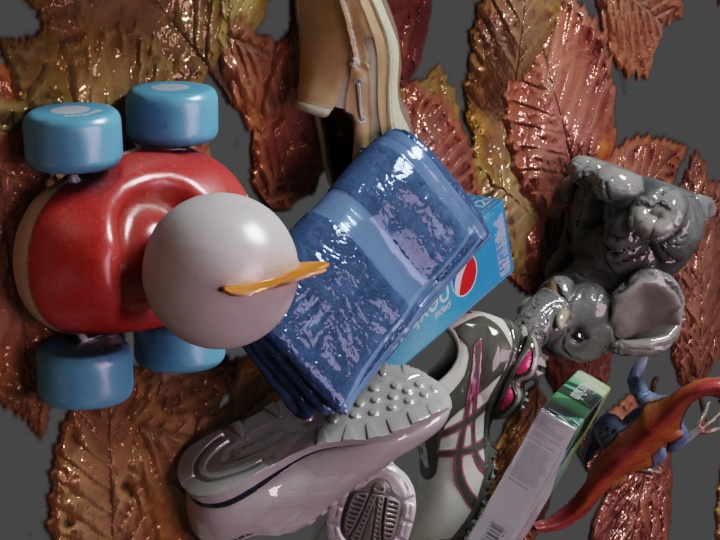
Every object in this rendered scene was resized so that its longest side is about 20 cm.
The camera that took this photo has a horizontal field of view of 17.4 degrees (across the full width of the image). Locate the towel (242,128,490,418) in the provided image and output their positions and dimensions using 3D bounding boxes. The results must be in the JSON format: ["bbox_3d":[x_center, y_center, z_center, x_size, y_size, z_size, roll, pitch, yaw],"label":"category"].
[{"bbox_3d":[0.000,0.000,1.613,0.112,0.048,0.200,51,61,-17],"label":"towel"}]

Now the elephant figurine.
[{"bbox_3d":[0.195,0.015,1.929,0.142,0.155,0.201,-62,171,-85],"label":"elephant figurine"}]

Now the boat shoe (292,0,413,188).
[{"bbox_3d":[-0.015,-0.134,1.640,0.076,0.072,0.201,-38,128,-28],"label":"boat shoe"}]

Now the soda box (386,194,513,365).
[{"bbox_3d":[0.030,0.014,1.732,0.200,0.068,0.064,-38,128,-43],"label":"soda box"}]

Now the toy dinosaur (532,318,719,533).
[{"bbox_3d":[0.250,0.141,1.948,0.105,0.181,0.201,30,73,-8],"label":"toy dinosaur"}]

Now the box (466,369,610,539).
[{"bbox_3d":[0.136,0.159,1.837,0.145,0.036,0.200,-61,173,12],"label":"box"}]

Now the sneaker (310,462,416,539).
[{"bbox_3d":[-0.010,0.218,1.725,0.099,0.078,0.201,-98,-151,-73],"label":"sneaker"}]

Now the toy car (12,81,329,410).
[{"bbox_3d":[-0.092,-0.007,1.450,0.177,0.199,0.185,-19,114,-50],"label":"toy car"}]

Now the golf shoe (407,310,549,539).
[{"bbox_3d":[0.067,0.126,1.824,0.088,0.077,0.201,21,91,-21],"label":"golf shoe"}]

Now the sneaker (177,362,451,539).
[{"bbox_3d":[-0.029,0.131,1.633,0.199,0.076,0.081,-20,128,-9],"label":"sneaker"}]
